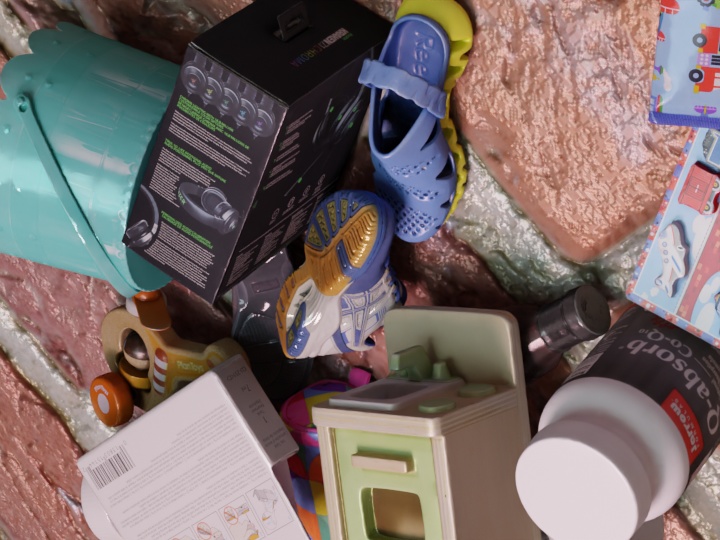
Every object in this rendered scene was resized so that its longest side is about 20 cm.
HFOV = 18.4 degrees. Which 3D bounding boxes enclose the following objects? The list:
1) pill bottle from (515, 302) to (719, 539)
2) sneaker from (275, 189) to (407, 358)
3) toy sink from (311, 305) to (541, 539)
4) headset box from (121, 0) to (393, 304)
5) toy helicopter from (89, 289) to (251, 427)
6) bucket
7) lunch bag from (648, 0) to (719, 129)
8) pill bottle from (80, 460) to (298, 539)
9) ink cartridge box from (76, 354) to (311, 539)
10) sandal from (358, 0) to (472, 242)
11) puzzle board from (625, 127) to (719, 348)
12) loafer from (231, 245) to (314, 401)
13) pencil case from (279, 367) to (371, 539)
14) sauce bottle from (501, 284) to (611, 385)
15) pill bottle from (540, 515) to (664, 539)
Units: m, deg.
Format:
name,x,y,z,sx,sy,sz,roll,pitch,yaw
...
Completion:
name,x,y,z,sx,sy,sz,roll,pitch,yaw
pill bottle,0.197,0.109,1.593,0.115,0.200,0.117,17,127,25
sneaker,0.000,0.000,1.740,0.200,0.088,0.076,123,143,-55
toy sink,0.047,0.137,1.676,0.130,0.112,0.202,3,103,41
headset box,-0.073,-0.106,1.656,0.092,0.174,0.201,33,127,13
toy helicopter,-0.158,0.065,1.881,0.199,0.079,0.133,4,108,51
bucket,-0.200,-0.085,1.756,0.134,0.207,0.208,18,127,18
lunch bag,0.298,-0.164,1.435,0.199,0.094,0.152,10,114,16
pill bottle,-0.145,0.190,1.947,0.199,0.110,0.110,-10,112,39
ink cartridge box,-0.124,0.188,1.830,0.200,0.045,0.177,-33,87,41
sandal,0.032,-0.104,1.653,0.079,0.087,0.201,17,129,25
puzzle board,0.279,-0.034,1.528,0.150,0.017,0.201,29,116,23
loafer,-0.076,0.013,1.833,0.071,0.063,0.201,-7,123,4
pencil case,-0.011,0.187,1.870,0.088,0.088,0.201,11,124,29
sauce bottle,0.108,0.063,1.720,0.200,0.066,0.066,-31,98,43
pill bottle,0.147,0.236,1.768,0.114,0.114,0.200,44,134,3
